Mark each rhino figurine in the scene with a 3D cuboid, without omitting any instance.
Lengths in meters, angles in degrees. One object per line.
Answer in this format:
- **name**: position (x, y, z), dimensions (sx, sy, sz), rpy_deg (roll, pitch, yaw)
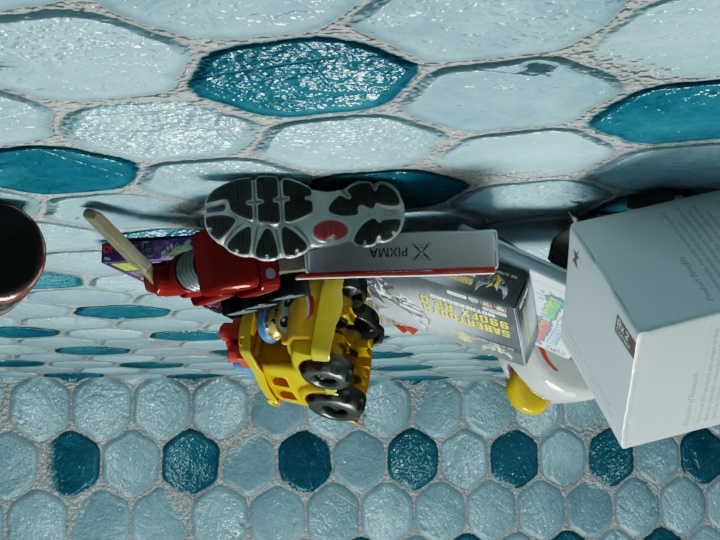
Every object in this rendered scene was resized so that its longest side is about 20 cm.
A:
- **rhino figurine**: position (0.258, -0.033, 1.319), dimensions (0.087, 0.060, 0.200), rpy_deg (-4, 168, 2)

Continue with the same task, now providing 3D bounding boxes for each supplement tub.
- **supplement tub**: position (-0.405, -0.003, 1.276), dimensions (0.106, 0.108, 0.200), rpy_deg (3, 169, -22)

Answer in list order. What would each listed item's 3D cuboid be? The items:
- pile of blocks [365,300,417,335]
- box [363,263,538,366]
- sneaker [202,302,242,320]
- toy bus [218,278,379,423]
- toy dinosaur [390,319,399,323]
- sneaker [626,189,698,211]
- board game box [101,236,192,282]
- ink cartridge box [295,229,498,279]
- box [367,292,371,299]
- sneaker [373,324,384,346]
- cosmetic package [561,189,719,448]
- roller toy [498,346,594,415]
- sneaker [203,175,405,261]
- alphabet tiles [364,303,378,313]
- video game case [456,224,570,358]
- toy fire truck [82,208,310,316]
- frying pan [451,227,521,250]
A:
- **pile of blocks**: position (0.094, 0.063, 1.750), dimensions (0.199, 0.063, 0.082), rpy_deg (5, -166, 34)
- **box**: position (0.102, 0.029, 1.363), dimensions (0.199, 0.049, 0.159), rpy_deg (19, 157, 21)
- **sneaker**: position (-0.138, 0.029, 1.537), dimensions (0.080, 0.075, 0.200), rpy_deg (23, 180, 8)
- **toy bus**: position (-0.083, 0.082, 1.398), dimensions (0.190, 0.137, 0.200), rpy_deg (6, 152, 13)
- **toy dinosaur**: position (0.106, 0.023, 1.635), dimensions (0.088, 0.048, 0.200), rpy_deg (-28, 176, 32)
- **sneaker**: position (0.340, -0.028, 1.264), dimensions (0.071, 0.084, 0.200), rpy_deg (-7, 163, 29)
- **board game box**: position (-0.237, -0.008, 1.496), dimensions (0.119, 0.033, 0.200), rpy_deg (0, 170, 9)
- **ink cartridge box**: position (0.041, -0.018, 1.202), dimensions (0.198, 0.044, 0.174), rpy_deg (-2, -179, 7)
- **box**: position (0.000, 0.000, 1.496), dimensions (0.075, 0.051, 0.200), rpy_deg (-4, 171, 17)
- **sneaker**: position (-0.035, 0.065, 1.618), dimensions (0.083, 0.078, 0.199), rpy_deg (0, 169, 35)
- **cosmetic package**: position (0.322, 0.043, 1.167), dimensions (0.198, 0.165, 0.166), rpy_deg (-12, 131, -9)
- **roller toy**: position (0.291, 0.099, 1.691), dimensions (0.181, 0.202, 0.140), rpy_deg (-5, 172, -13)
- **sneaker**: position (-0.057, -0.046, 1.162), dimensions (0.198, 0.082, 0.083), rpy_deg (1, 176, -16)
- **alphabet tiles**: position (-0.052, 0.022, 1.553), dimensions (0.166, 0.008, 0.200), rpy_deg (21, 178, 20)
- **video game case**: position (0.182, 0.029, 1.367), dimensions (0.181, 0.024, 0.200), rpy_deg (24, 159, 6)
- **toy fire truck**: position (-0.178, -0.017, 1.254), dimensions (0.199, 0.130, 0.176), rpy_deg (-7, 174, -33)
- **frying pan**: position (0.185, 0.004, 1.388), dimensions (0.189, 0.031, 0.115), rpy_deg (29, 163, -3)
